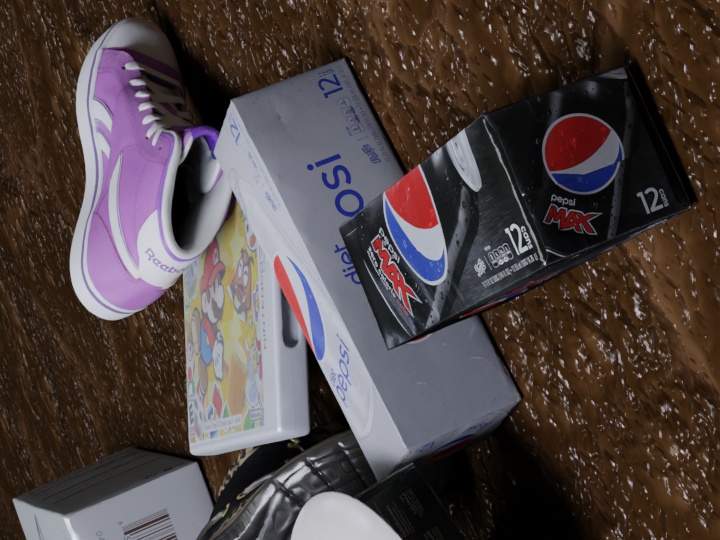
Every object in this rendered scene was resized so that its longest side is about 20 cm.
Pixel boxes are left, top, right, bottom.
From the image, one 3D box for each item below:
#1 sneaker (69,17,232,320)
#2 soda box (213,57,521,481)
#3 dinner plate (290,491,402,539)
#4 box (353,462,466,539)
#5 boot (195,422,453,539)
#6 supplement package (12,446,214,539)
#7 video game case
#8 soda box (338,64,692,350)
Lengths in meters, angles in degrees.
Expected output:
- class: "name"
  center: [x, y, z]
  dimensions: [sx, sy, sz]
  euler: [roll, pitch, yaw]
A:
- class: "sneaker"
  center: [-0.111, -0.078, 1.213]
  dimensions: [0.114, 0.072, 0.202]
  euler: [-34, 49, 44]
- class: "soda box"
  center: [0.000, 0.000, 1.032]
  dimensions: [0.201, 0.068, 0.063]
  euler: [62, 159, 14]
- class: "dinner plate"
  center: [0.007, 0.204, 0.984]
  dimensions: [0.200, 0.024, 0.201]
  euler: [43, 142, 45]
- class: "box"
  center: [0.073, 0.207, 1.008]
  dimensions: [0.200, 0.046, 0.159]
  euler: [57, 178, 29]
- class: "boot"
  center: [-0.026, 0.126, 1.168]
  dimensions: [0.073, 0.200, 0.151]
  euler: [46, -161, -8]
- class: "supplement package"
  center: [-0.190, 0.221, 1.660]
  dimensions: [0.200, 0.117, 0.118]
  euler: [-7, 105, 69]
- class: "video game case"
  center: [-0.071, 0.011, 1.203]
  dimensions: [0.200, 0.023, 0.183]
  euler: [156, 112, -70]
- class: "soda box"
  center: [0.056, -0.021, 0.862]
  dimensions: [0.064, 0.070, 0.200]
  euler: [68, 160, 5]
